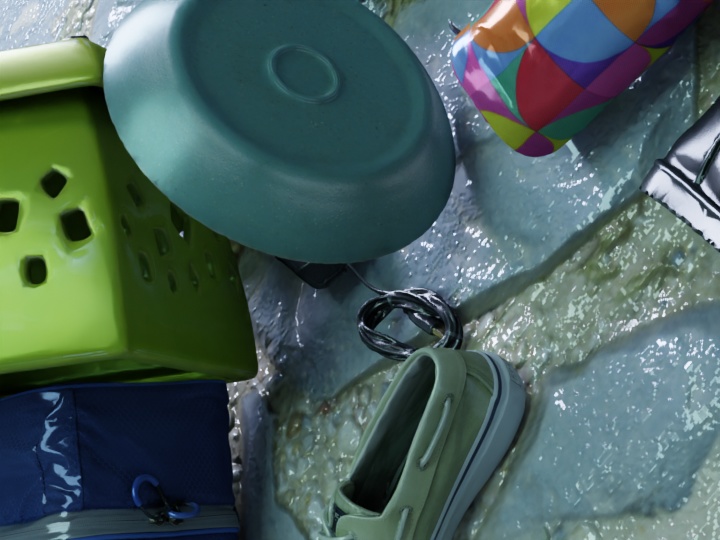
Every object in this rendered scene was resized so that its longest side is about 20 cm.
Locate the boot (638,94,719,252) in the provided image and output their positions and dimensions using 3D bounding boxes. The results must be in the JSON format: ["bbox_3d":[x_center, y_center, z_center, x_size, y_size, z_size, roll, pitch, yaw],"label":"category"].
[{"bbox_3d":[0.218,-0.084,0.803,0.200,0.066,0.165,-57,39,9],"label":"boot"}]

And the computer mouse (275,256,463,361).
[{"bbox_3d":[0.000,0.000,1.074,0.059,0.034,0.200,-47,43,2],"label":"computer mouse"}]

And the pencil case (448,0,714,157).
[{"bbox_3d":[0.129,-0.140,0.925,0.200,0.088,0.089,-40,44,34],"label":"pencil case"}]

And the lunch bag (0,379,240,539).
[{"bbox_3d":[-0.156,0.138,1.107,0.200,0.135,0.133,-16,77,51],"label":"lunch bag"}]

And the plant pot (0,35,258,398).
[{"bbox_3d":[-0.186,-0.021,1.085,0.198,0.200,0.182,-8,82,16],"label":"plant pot"}]

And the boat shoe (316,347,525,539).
[{"bbox_3d":[0.010,0.124,0.964,0.072,0.062,0.201,38,104,53],"label":"boat shoe"}]

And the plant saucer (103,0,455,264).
[{"bbox_3d":[-0.035,-0.094,1.013,0.036,0.199,0.201,120,148,-46],"label":"plant saucer"}]
